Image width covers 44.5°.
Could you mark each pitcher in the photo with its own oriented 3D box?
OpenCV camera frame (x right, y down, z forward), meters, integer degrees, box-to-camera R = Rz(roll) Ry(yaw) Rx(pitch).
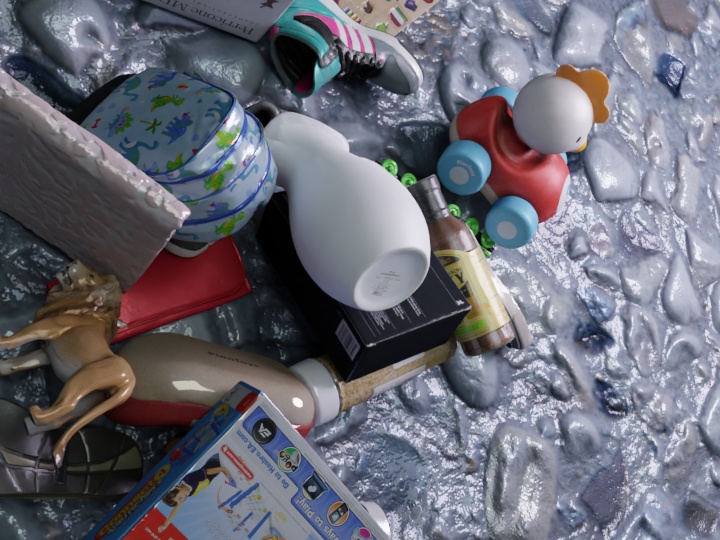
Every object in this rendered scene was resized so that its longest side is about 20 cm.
[{"bbox_3d":[0.002,-0.056,0.862,0.171,0.122,0.200,5,39,-40],"label":"pitcher"}]

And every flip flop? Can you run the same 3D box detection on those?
[{"bbox_3d":[-0.286,0.162,0.770,0.199,0.057,0.082,21,60,-41],"label":"flip flop"}]

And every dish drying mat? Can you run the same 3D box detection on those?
[{"bbox_3d":[-0.205,0.017,0.879,0.199,0.018,0.077,-20,86,-34],"label":"dish drying mat"}]

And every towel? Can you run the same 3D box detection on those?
[{"bbox_3d":[-0.256,-0.072,0.762,0.200,0.191,0.032,36,59,-12],"label":"towel"}]

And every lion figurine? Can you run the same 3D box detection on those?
[{"bbox_3d":[-0.237,0.076,0.747,0.122,0.073,0.200,-18,47,-28],"label":"lion figurine"}]

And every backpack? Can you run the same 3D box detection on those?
[{"bbox_3d":[-0.175,-0.106,0.813,0.199,0.154,0.163,31,59,15],"label":"backpack"}]

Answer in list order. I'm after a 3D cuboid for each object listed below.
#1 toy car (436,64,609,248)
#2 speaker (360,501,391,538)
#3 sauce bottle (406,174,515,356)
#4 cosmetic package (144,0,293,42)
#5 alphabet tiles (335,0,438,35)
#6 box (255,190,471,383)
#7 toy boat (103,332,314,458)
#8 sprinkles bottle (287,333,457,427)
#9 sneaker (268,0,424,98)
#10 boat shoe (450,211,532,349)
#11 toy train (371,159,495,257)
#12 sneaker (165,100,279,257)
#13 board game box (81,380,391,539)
[{"bbox_3d":[0.225,-0.161,1.060,0.177,0.200,0.185,47,44,-11],"label":"toy car"},{"bbox_3d":[-0.073,0.267,0.849,0.199,0.081,0.082,7,72,-29],"label":"speaker"},{"bbox_3d":[0.103,-0.006,0.968,0.065,0.065,0.201,-25,90,-34],"label":"sauce bottle"},{"bbox_3d":[-0.133,-0.380,0.930,0.164,0.200,0.166,15,68,-27],"label":"cosmetic package"},{"bbox_3d":[-0.005,-0.392,1.128,0.200,0.008,0.167,51,57,-8],"label":"alphabet tiles"},{"bbox_3d":[0.000,0.000,0.933,0.141,0.079,0.200,-18,63,-31],"label":"box"},{"bbox_3d":[-0.151,0.141,0.831,0.199,0.130,0.131,18,96,-26],"label":"toy boat"},{"bbox_3d":[0.013,0.102,0.957,0.199,0.068,0.069,-21,87,-34],"label":"sprinkles bottle"},{"bbox_3d":[-0.025,-0.240,1.022,0.199,0.084,0.121,30,57,-12],"label":"sneaker"},{"bbox_3d":[0.122,0.034,1.051,0.093,0.075,0.200,-36,108,-5],"label":"boat shoe"},{"bbox_3d":[0.083,-0.064,1.064,0.200,0.042,0.057,33,75,-21],"label":"toy train"},{"bbox_3d":[-0.146,-0.106,0.908,0.077,0.082,0.201,33,59,-11],"label":"sneaker"},{"bbox_3d":[-0.103,0.235,0.751,0.196,0.056,0.200,-44,114,-18],"label":"board game box"}]
